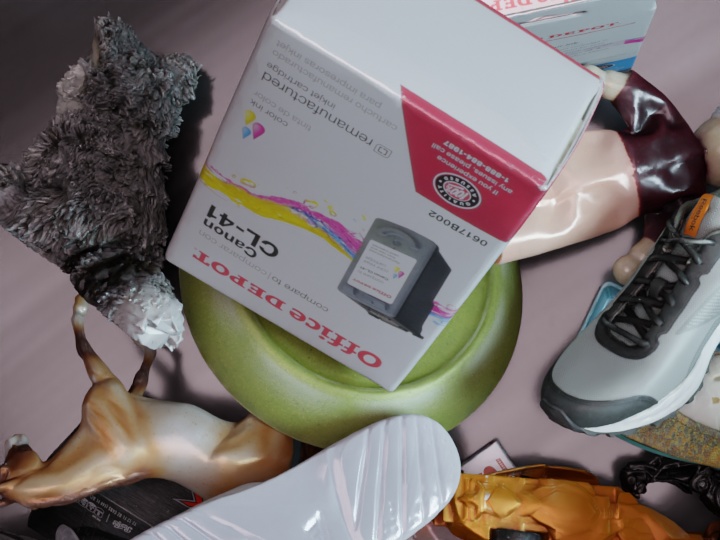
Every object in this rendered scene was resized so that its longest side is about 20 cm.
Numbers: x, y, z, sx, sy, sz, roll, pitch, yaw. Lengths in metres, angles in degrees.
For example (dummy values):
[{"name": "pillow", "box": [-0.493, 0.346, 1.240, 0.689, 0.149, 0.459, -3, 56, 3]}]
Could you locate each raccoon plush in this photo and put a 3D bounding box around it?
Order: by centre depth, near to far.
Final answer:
[{"name": "raccoon plush", "box": [-0.115, -0.052, 0.910, 0.200, 0.097, 0.134, 36, 96, 37]}]

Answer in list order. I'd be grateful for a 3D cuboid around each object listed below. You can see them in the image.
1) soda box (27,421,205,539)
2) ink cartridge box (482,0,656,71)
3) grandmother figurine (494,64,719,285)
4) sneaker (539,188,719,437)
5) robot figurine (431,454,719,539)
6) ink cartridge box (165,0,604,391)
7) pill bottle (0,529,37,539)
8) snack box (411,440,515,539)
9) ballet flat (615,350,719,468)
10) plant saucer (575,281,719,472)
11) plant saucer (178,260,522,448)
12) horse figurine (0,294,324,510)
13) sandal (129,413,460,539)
[{"name": "soda box", "box": [-0.083, 0.156, 0.919, 0.200, 0.071, 0.063, 30, 132, 7]}, {"name": "ink cartridge box", "box": [0.090, -0.146, 0.866, 0.115, 0.200, 0.068, -11, 86, 4]}, {"name": "grandmother figurine", "box": [0.145, -0.056, 0.910, 0.199, 0.061, 0.122, -12, 99, -13]}, {"name": "sneaker", "box": [0.168, 0.009, 0.867, 0.200, 0.079, 0.074, -40, 40, -14]}, {"name": "robot figurine", "box": [0.136, 0.168, 0.893, 0.199, 0.058, 0.146, 8, 73, -10]}, {"name": "ink cartridge box", "box": [0.005, -0.048, 0.795, 0.147, 0.200, 0.086, 31, 51, -1]}, {"name": "pill bottle", "box": [-0.215, 0.198, 0.872, 0.113, 0.200, 0.114, 0, 86, 5]}, {"name": "snack box", "box": [0.106, 0.199, 0.931, 0.072, 0.024, 0.200, -35, 84, -1]}, {"name": "ballet flat", "box": [0.219, 0.079, 0.888, 0.199, 0.071, 0.071, 21, 89, 4]}, {"name": "plant saucer", "box": [0.213, 0.081, 0.933, 0.199, 0.019, 0.070, 27, 89, 5]}, {"name": "plant saucer", "box": [0.000, 0.000, 0.910, 0.199, 0.031, 0.201, 5, 69, -12]}, {"name": "horse figurine", "box": [-0.094, 0.084, 0.901, 0.199, 0.050, 0.133, 13, 43, -12]}, {"name": "sandal", "box": [-0.041, 0.144, 0.855, 0.206, 0.059, 0.079, -25, 84, -18]}]
